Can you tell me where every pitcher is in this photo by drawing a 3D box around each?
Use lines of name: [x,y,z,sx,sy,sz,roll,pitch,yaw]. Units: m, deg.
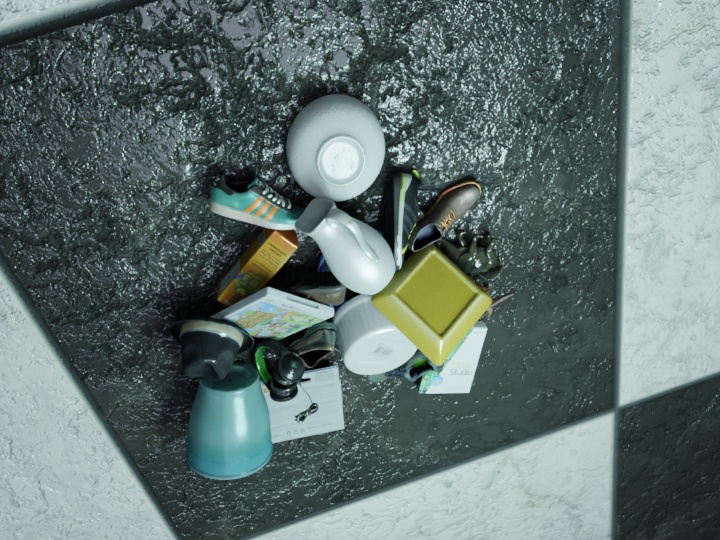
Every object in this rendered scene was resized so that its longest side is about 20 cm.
pitcher: [-0.013,-0.045,1.088,0.200,0.171,0.122,44,77,-24]

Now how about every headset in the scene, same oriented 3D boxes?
headset: [-0.170,0.241,1.245,0.093,0.199,0.126,-29,149,-44]

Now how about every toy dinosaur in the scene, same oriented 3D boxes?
toy dinosaur: [0.230,0.051,1.270,0.135,0.196,0.088,15,93,-62]
toy dinosaur: [0.249,-0.031,1.270,0.194,0.077,0.105,7,105,-21]

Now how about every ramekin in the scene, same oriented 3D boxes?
ramekin: [0.037,0.143,1.270,0.194,0.099,0.203,-11,141,-9]

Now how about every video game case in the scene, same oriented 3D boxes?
video game case: [-0.183,0.096,1.185,0.197,0.023,0.180,-25,148,37]

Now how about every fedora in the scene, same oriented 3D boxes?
fedora: [-0.314,0.172,1.188,0.194,0.094,0.202,4,154,2]

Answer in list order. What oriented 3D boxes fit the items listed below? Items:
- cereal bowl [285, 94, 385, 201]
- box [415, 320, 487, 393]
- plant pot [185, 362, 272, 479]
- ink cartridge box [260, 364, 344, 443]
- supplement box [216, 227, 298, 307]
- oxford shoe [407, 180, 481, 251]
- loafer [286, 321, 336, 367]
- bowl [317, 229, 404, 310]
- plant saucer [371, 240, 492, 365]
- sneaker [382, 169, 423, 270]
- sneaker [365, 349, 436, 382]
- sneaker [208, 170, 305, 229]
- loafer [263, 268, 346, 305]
cereal bowl: [-0.043,-0.222,1.089,0.194,0.084,0.205,-5,120,-10]
box: [0.224,0.217,1.428,0.140,0.037,0.205,1,117,-13]
plant pot: [-0.291,0.320,1.279,0.194,0.201,0.194,0,110,-13]
ink cartridge box: [-0.141,0.316,1.394,0.193,0.041,0.205,-8,120,-9]
supplement box: [-0.213,-0.007,1.179,0.066,0.069,0.200,34,110,-26]
oxford shoe: [0.178,-0.108,1.210,0.199,0.073,0.071,-39,120,10]
loafer: [-0.114,0.183,1.267,0.070,0.064,0.200,10,144,-29]
bowl: [0.000,0.000,1.249,0.194,0.040,0.206,-6,120,-10]
plant saucer: [0.154,0.054,1.192,0.199,0.049,0.200,42,68,9]
sneaker: [0.095,-0.101,1.171,0.080,0.072,0.207,0,99,-20]
sneaker: [0.098,0.225,1.361,0.196,0.082,0.075,-24,114,18]
sneaker: [-0.190,-0.136,1.108,0.194,0.072,0.082,10,116,-20]
loafer: [-0.119,0.047,1.197,0.194,0.074,0.072,3,128,18]
